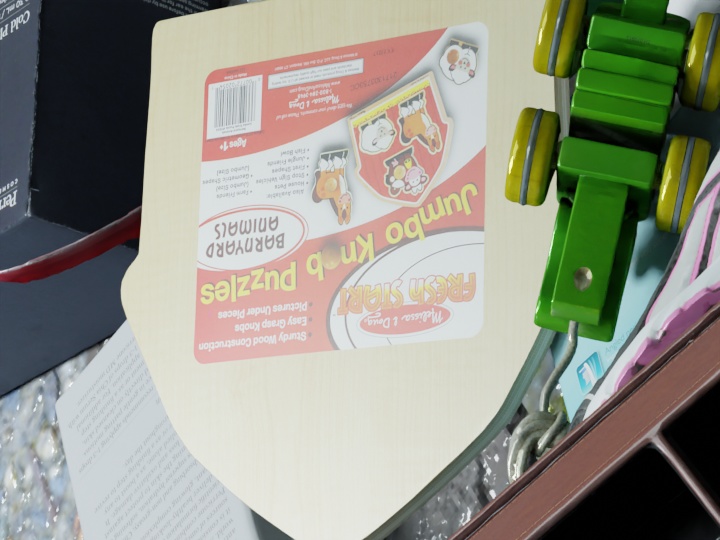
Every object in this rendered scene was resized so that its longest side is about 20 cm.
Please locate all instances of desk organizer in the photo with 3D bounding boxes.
[{"bbox_3d":[0.074,0.085,0.709,0.200,0.072,0.077,-43,12,13],"label":"desk organizer"}]

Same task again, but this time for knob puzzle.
[{"bbox_3d":[0.000,0.000,0.945,0.219,0.030,0.220,-9,74,35],"label":"knob puzzle"}]

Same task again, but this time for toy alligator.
[{"bbox_3d":[0.075,-0.021,0.848,0.054,0.059,0.201,60,-138,-80],"label":"toy alligator"}]

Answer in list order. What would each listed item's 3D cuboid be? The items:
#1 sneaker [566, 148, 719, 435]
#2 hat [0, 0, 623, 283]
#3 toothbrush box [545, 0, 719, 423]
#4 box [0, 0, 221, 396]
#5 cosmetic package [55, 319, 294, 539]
[{"bbox_3d":[0.126,-0.008,0.768,0.200,0.080,0.086,-54,17,19],"label":"sneaker"},{"bbox_3d":[-0.006,-0.073,1.017,0.165,0.176,0.201,-3,73,55],"label":"hat"},{"bbox_3d":[0.137,0.003,0.867,0.146,0.085,0.200,-44,44,33],"label":"toothbrush box"},{"bbox_3d":[-0.164,-0.058,1.293,0.200,0.104,0.183,-27,53,46],"label":"box"},{"bbox_3d":[-0.053,0.105,1.093,0.101,0.071,0.200,-47,41,30],"label":"cosmetic package"}]
